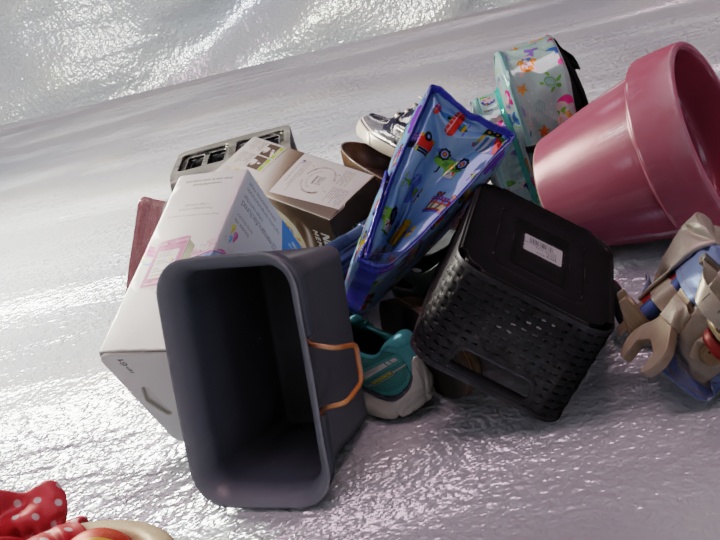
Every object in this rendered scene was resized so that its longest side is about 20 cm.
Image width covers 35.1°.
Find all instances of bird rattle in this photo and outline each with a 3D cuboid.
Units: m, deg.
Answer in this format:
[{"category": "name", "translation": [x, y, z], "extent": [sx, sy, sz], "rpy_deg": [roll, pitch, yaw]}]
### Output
[{"category": "bird rattle", "translation": [-0.206, 0.220, 0.801], "extent": [0.162, 0.114, 0.200], "rpy_deg": [-2, 7, 1]}]

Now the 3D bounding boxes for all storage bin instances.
[{"category": "storage bin", "translation": [0.132, 0.020, 0.953], "extent": [0.134, 0.094, 0.200], "rpy_deg": [26, 26, 1]}, {"category": "storage bin", "translation": [-0.057, 0.070, 0.918], "extent": [0.144, 0.202, 0.134], "rpy_deg": [-5, 12, 25]}]

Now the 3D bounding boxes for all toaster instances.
[{"category": "toaster", "translation": [-0.162, -0.115, 1.600], "extent": [0.179, 0.120, 0.200], "rpy_deg": [-13, 19, 2]}]

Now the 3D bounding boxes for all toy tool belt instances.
[{"category": "toy tool belt", "translation": [0.260, 0.048, 0.884], "extent": [0.123, 0.125, 0.200], "rpy_deg": [-49, 3, 23]}]

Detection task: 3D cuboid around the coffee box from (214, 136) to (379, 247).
[{"category": "coffee box", "translation": [-0.064, -0.068, 1.315], "extent": [0.199, 0.115, 0.080], "rpy_deg": [21, 56, 40]}]

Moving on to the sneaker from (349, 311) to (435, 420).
[{"category": "sneaker", "translation": [-0.009, 0.072, 1.028], "extent": [0.077, 0.080, 0.199], "rpy_deg": [-30, 23, -35]}]

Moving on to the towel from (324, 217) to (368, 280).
[{"category": "towel", "translation": [0.000, 0.000, 1.195], "extent": [0.048, 0.112, 0.200], "rpy_deg": [39, 49, 19]}]

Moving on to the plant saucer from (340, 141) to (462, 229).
[{"category": "plant saucer", "translation": [0.063, -0.096, 1.338], "extent": [0.199, 0.035, 0.200], "rpy_deg": [21, 15, -6]}]

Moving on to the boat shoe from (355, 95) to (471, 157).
[{"category": "boat shoe", "translation": [0.071, -0.173, 1.361], "extent": [0.074, 0.093, 0.200], "rpy_deg": [7, 21, -39]}]

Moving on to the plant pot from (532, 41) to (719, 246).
[{"category": "plant pot", "translation": [0.286, -0.109, 1.172], "extent": [0.178, 0.201, 0.200], "rpy_deg": [-21, 13, 34]}]

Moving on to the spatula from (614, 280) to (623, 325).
[{"category": "spatula", "translation": [0.229, 0.011, 1.065], "extent": [0.021, 0.056, 0.200], "rpy_deg": [-43, 17, 13]}]

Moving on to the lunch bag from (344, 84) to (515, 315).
[{"category": "lunch bag", "translation": [0.042, -0.043, 1.051], "extent": [0.201, 0.094, 0.151], "rpy_deg": [-59, -1, -20]}]

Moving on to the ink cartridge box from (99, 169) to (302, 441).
[{"category": "ink cartridge box", "translation": [-0.130, 0.034, 1.014], "extent": [0.084, 0.145, 0.201], "rpy_deg": [-3, 51, 29]}]

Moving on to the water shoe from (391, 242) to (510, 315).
[{"category": "water shoe", "translation": [0.121, 0.000, 1.129], "extent": [0.198, 0.079, 0.072], "rpy_deg": [-9, 21, 17]}]

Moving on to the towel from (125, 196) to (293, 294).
[{"category": "towel", "translation": [-0.161, 0.009, 1.182], "extent": [0.199, 0.145, 0.023], "rpy_deg": [12, 6, 30]}]

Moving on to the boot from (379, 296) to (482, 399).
[{"category": "boot", "translation": [0.079, 0.058, 1.026], "extent": [0.075, 0.074, 0.200], "rpy_deg": [-12, 15, -12]}]

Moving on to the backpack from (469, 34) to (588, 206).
[{"category": "backpack", "translation": [0.211, -0.173, 1.356], "extent": [0.149, 0.201, 0.178], "rpy_deg": [-12, 20, 7]}]
